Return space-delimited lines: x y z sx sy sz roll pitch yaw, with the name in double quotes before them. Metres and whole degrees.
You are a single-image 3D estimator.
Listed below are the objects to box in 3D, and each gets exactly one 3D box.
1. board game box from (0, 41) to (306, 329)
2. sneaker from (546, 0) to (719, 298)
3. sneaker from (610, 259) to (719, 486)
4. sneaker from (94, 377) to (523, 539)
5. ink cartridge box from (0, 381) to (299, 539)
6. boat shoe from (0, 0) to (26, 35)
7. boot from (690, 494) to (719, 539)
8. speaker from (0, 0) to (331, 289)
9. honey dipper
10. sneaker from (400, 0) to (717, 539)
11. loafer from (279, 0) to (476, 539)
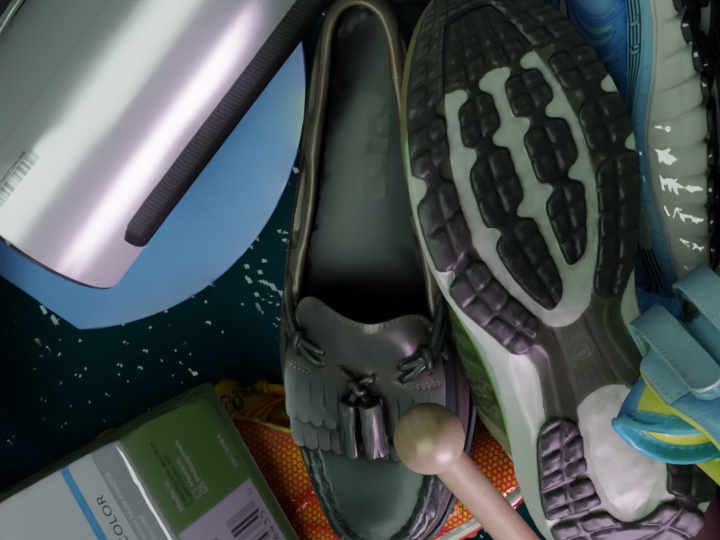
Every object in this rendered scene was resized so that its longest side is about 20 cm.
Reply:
"board game box" -0.111 -0.081 0.788 0.199 0.039 0.158 34 114 -4
"sneaker" 0.070 -0.079 0.708 0.089 0.078 0.201 0 115 21
"sneaker" 0.122 -0.014 0.648 0.130 0.080 0.201 -20 68 6
"sneaker" -0.021 0.075 0.815 0.199 0.073 0.078 -13 105 21
"ink cartridge box" -0.111 0.130 0.814 0.199 0.059 0.104 -29 93 36
"boat shoe" -0.133 -0.099 0.727 0.072 0.063 0.201 27 114 -1
"boot" 0.185 0.122 0.788 0.165 0.072 0.201 -16 109 11
"speaker" -0.052 -0.096 0.702 0.081 0.081 0.200 38 101 -3
"honey dipper" 0.057 0.095 0.755 0.038 0.038 0.200 -7 150 20
"sneaker" 0.048 0.001 0.704 0.076 0.089 0.201 -22 111 -16
"loafer" 0.000 0.000 0.740 0.071 0.063 0.202 1 94 15
